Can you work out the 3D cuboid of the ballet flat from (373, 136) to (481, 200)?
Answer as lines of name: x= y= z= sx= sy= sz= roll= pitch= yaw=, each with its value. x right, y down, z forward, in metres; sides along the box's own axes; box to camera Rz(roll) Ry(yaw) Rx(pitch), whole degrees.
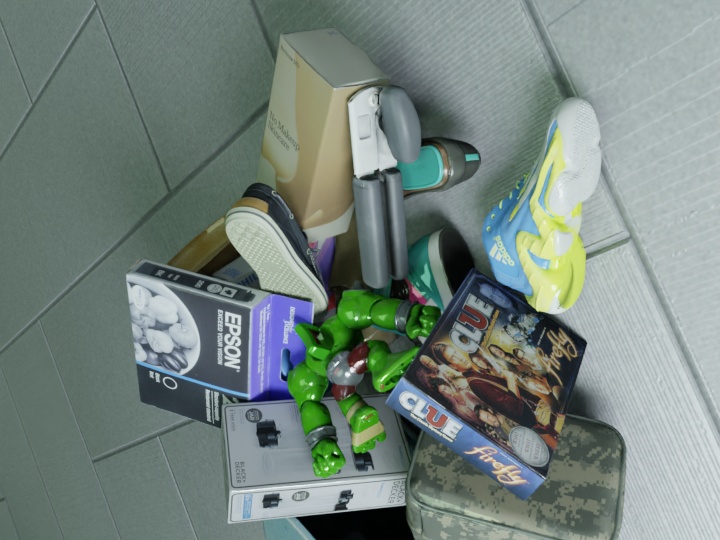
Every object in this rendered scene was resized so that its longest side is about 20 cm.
ballet flat: x=0.050 y=-0.104 z=0.784 sx=0.199 sy=0.068 sz=0.069 roll=10 pitch=111 yaw=55

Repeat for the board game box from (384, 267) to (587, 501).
board game box: x=0.119 y=0.088 z=0.663 sx=0.135 sy=0.200 sz=0.035 roll=33 pitch=126 yaw=6

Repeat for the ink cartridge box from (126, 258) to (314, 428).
ink cartridge box: x=-0.156 y=0.096 z=0.833 sx=0.198 sy=0.044 sz=0.199 roll=14 pitch=127 yaw=9

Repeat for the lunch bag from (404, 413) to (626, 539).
lunch bag: x=0.143 y=0.223 z=0.720 sx=0.198 sy=0.140 sz=0.169 roll=9 pitch=137 yaw=17

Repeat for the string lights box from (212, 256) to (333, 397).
string lights box: x=-0.097 y=0.080 z=0.906 sx=0.201 sy=0.059 sz=0.103 roll=62 pitch=163 yaw=-16

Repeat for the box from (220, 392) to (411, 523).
box: x=-0.049 y=0.202 z=0.819 sx=0.117 sy=0.198 sz=0.060 roll=-109 pitch=22 yaw=-47

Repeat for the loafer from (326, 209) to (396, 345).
loafer: x=0.000 y=0.000 z=0.872 sx=0.076 sy=0.067 sz=0.202 roll=0 pitch=103 yaw=44

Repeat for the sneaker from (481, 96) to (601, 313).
sneaker: x=0.157 y=-0.061 z=0.694 sx=0.105 sy=0.075 sz=0.202 roll=19 pitch=116 yaw=40

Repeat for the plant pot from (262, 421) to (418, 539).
plant pot: x=0.005 y=0.322 z=0.892 sx=0.196 sy=0.195 sz=0.201 roll=39 pitch=137 yaw=29

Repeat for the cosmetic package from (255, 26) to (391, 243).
cosmetic package: x=-0.046 y=-0.136 z=0.782 sx=0.105 sy=0.071 sz=0.201 roll=48 pitch=141 yaw=31

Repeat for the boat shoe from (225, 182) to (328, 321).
boat shoe: x=-0.079 y=-0.012 z=0.784 sx=0.074 sy=0.063 sz=0.201 roll=-2 pitch=142 yaw=20

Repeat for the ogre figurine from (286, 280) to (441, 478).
ogre figurine: x=-0.007 y=0.096 z=0.766 sx=0.120 sy=0.098 sz=0.201 roll=44 pitch=124 yaw=39

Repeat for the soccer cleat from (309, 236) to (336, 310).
soccer cleat: x=-0.061 y=-0.045 z=0.911 sx=0.066 sy=0.076 sz=0.202 roll=4 pitch=106 yaw=42

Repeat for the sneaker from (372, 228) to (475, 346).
sneaker: x=0.070 y=0.065 z=0.810 sx=0.120 sy=0.083 sz=0.202 roll=-15 pitch=85 yaw=41

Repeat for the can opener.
can opener: x=0.027 y=-0.076 z=0.720 sx=0.067 sy=0.053 sz=0.202 roll=24 pitch=128 yaw=50

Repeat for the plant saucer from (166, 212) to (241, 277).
plant saucer: x=-0.206 y=-0.014 z=1.003 sx=0.199 sy=0.201 sz=0.036 roll=-19 pitch=118 yaw=46
